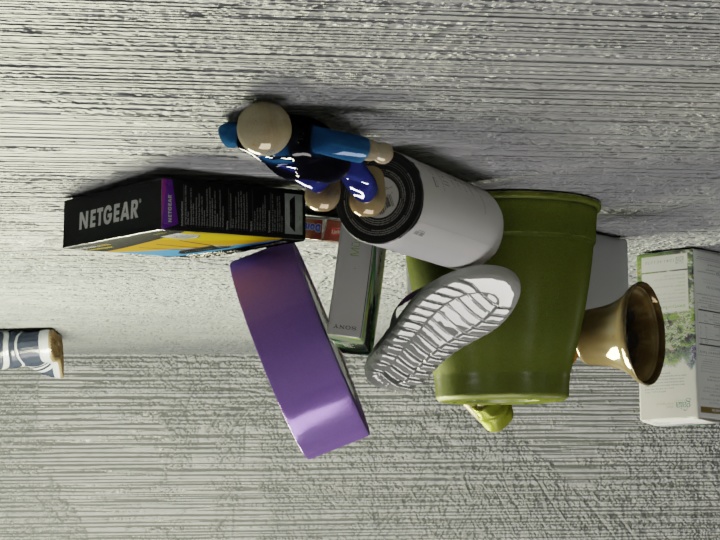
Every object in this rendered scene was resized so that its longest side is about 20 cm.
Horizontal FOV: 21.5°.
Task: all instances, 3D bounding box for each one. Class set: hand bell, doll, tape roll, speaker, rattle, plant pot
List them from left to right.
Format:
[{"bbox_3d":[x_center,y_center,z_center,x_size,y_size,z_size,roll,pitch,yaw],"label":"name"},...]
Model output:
[{"bbox_3d":[-0.056,0.073,1.779,0.066,0.200,0.200,-23,172,0],"label":"tape roll"},{"bbox_3d":[-0.039,-0.088,1.428,0.136,0.049,0.200,7,170,22],"label":"doll"},{"bbox_3d":[0.055,-0.050,1.630,0.081,0.081,0.200,-4,173,23],"label":"speaker"},{"bbox_3d":[0.133,0.086,2.076,0.130,0.143,0.200,35,180,-15],"label":"rattle"},{"bbox_3d":[0.135,0.033,1.842,0.200,0.193,0.200,0,173,0],"label":"plant pot"},{"bbox_3d":[0.198,0.071,1.931,0.200,0.104,0.104,-6,171,30],"label":"hand bell"}]

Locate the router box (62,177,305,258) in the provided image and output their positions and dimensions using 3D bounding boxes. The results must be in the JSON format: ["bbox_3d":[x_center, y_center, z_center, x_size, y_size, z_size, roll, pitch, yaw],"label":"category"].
[{"bbox_3d":[-0.165,-0.046,1.741,0.149,0.051,0.200,4,173,-33],"label":"router box"}]

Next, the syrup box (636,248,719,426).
[{"bbox_3d":[0.376,0.079,2.205,0.079,0.200,0.081,-7,170,39],"label":"syrup box"}]

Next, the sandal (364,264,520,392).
[{"bbox_3d":[0.067,0.042,1.754,0.082,0.050,0.203,26,133,-26],"label":"sandal"}]

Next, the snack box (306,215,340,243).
[{"bbox_3d":[0.012,-0.036,1.922,0.200,0.024,0.072,6,-179,-43],"label":"snack box"}]

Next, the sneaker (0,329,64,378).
[{"bbox_3d":[-0.554,0.140,3.154,0.108,0.070,0.200,-5,166,-3],"label":"sneaker"}]

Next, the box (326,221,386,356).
[{"bbox_3d":[0.000,0.000,1.752,0.036,0.144,0.200,7,174,5],"label":"box"}]

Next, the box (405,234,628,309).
[{"bbox_3d":[0.172,0.018,2.075,0.200,0.106,0.152,-5,172,35],"label":"box"}]
